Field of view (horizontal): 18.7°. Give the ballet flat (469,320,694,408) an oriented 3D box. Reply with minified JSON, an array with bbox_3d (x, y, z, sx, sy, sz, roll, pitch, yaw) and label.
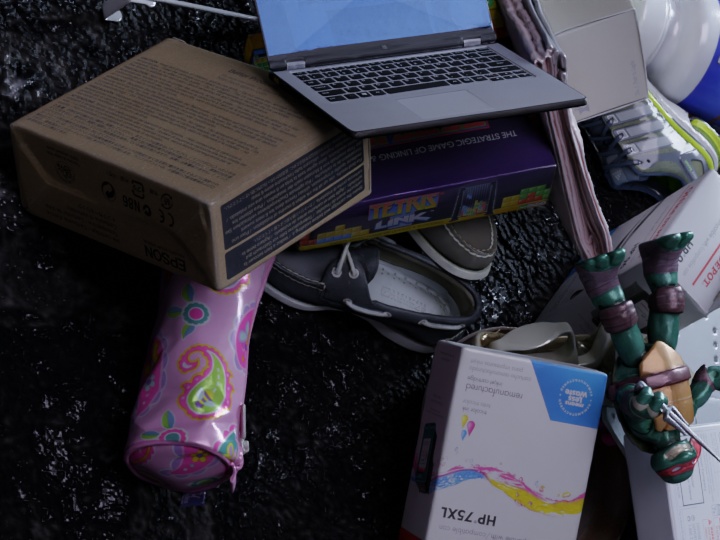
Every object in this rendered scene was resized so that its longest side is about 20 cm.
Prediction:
[{"bbox_3d":[0.166,0.067,1.639,0.198,0.070,0.070,-2,70,-16],"label":"ballet flat"}]

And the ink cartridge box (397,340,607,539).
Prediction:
[{"bbox_3d":[0.097,0.160,1.565,0.115,0.067,0.202,10,90,-15],"label":"ink cartridge box"}]

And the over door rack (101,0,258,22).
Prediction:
[{"bbox_3d":[-0.111,-0.263,1.676,0.198,0.067,0.149,0,69,-34],"label":"over door rack"}]

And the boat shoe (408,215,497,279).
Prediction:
[{"bbox_3d":[0.058,-0.087,1.685,0.072,0.060,0.203,-1,54,-37],"label":"boat shoe"}]

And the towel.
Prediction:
[{"bbox_3d":[0.144,-0.126,1.685,0.201,0.032,0.192,-106,179,-58],"label":"towel"}]

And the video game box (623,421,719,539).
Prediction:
[{"bbox_3d":[0.289,0.216,1.699,0.181,0.047,0.202,-2,82,-41],"label":"video game box"}]

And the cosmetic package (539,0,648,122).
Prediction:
[{"bbox_3d":[0.166,-0.228,1.770,0.072,0.104,0.201,-18,49,-1],"label":"cosmetic package"}]

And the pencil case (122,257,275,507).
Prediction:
[{"bbox_3d":[-0.110,0.057,1.520,0.087,0.087,0.202,21,57,-24],"label":"pencil case"}]

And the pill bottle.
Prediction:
[{"bbox_3d":[0.299,-0.182,1.887,0.199,0.112,0.113,18,60,-26],"label":"pill bottle"}]

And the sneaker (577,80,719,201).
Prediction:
[{"bbox_3d":[0.221,-0.117,1.833,0.199,0.074,0.081,31,60,-16],"label":"sneaker"}]

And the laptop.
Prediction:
[{"bbox_3d":[0.032,-0.188,1.512,0.186,0.200,0.117,-10,118,-26],"label":"laptop"}]

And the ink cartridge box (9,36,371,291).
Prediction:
[{"bbox_3d":[-0.116,-0.078,1.512,0.164,0.199,0.076,-32,131,-39],"label":"ink cartridge box"}]

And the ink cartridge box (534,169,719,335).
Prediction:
[{"bbox_3d":[0.238,-0.003,1.708,0.068,0.200,0.116,45,52,-8],"label":"ink cartridge box"}]

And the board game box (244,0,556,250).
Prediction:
[{"bbox_3d":[0.027,-0.113,1.630,0.198,0.057,0.166,-11,59,-12],"label":"board game box"}]

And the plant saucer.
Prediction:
[{"bbox_3d":[0.122,0.143,1.674,0.199,0.032,0.202,14,63,-29],"label":"plant saucer"}]

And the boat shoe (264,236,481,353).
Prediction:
[{"bbox_3d":[0.000,0.000,1.637,0.199,0.060,0.076,19,60,-26],"label":"boat shoe"}]

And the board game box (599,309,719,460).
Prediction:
[{"bbox_3d":[0.280,0.133,1.758,0.200,0.026,0.201,-47,113,-39],"label":"board game box"}]

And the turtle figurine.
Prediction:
[{"bbox_3d":[0.222,0.079,1.578,0.149,0.100,0.202,-14,86,-49],"label":"turtle figurine"}]
